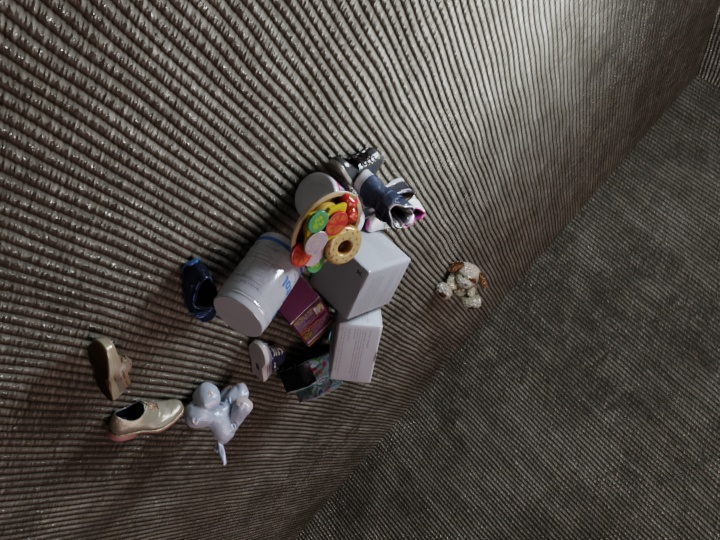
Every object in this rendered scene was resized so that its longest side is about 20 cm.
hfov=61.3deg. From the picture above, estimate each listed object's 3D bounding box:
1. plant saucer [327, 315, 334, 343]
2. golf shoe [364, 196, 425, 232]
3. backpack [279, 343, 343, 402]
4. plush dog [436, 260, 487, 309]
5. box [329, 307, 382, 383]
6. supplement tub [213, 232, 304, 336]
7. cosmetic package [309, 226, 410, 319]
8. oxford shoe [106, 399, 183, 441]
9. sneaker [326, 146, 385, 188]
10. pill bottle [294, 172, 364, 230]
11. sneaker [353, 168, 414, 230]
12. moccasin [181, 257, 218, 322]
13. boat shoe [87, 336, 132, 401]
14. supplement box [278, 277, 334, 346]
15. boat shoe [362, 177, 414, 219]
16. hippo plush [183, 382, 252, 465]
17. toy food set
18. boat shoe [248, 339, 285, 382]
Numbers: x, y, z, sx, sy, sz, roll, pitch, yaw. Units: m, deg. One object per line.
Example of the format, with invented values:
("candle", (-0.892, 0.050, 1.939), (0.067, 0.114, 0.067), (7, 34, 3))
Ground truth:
("plant saucer", (-0.042, 0.161, 1.997), (0.198, 0.036, 0.202), (-37, 152, -23))
("golf shoe", (0.101, -0.154, 1.714), (0.198, 0.092, 0.076), (-32, 153, -28))
("backpack", (-0.135, 0.319, 1.929), (0.198, 0.153, 0.176), (-30, -178, -43))
("plush dog", (0.423, 0.037, 2.453), (0.173, 0.196, 0.163), (117, -5, -50))
("box", (-0.018, 0.189, 1.808), (0.127, 0.202, 0.204), (8, 118, -7))
("supplement tub", (-0.219, 0.028, 1.339), (0.133, 0.129, 0.202), (95, 21, -53))
("cosmetic package", (0.000, 0.000, 1.681), (0.198, 0.166, 0.170), (-15, 140, -50))
("oxford shoe", (-0.511, 0.349, 1.471), (0.198, 0.071, 0.075), (-15, 138, -50))
("sneaker", (-0.010, -0.255, 1.424), (0.107, 0.074, 0.200), (-54, 164, 4))
("pill bottle", (-0.064, -0.146, 1.433), (0.112, 0.111, 0.199), (-50, 155, 6))
("sneaker", (0.064, -0.154, 1.454), (0.077, 0.146, 0.202), (-50, 167, 4))
("moccasin", (-0.347, 0.061, 1.323), (0.080, 0.068, 0.202), (-36, 153, -21))
("boat shoe", (-0.511, 0.194, 1.255), (0.065, 0.072, 0.203), (-38, 157, -37))
("supplement box", (-0.155, 0.118, 1.695), (0.110, 0.086, 0.201), (-42, 155, -9))
("boat shoe", (0.064, -0.184, 1.643), (0.198, 0.060, 0.075), (-30, 151, -34))
("hippo plush", (-0.408, 0.380, 1.646), (0.159, 0.158, 0.204), (31, 86, -34))
("toy food set", (-0.072, -0.082, 1.324), (0.195, 0.049, 0.203), (-22, 142, -34))
("boat shoe", (-0.261, 0.232, 1.720), (0.092, 0.074, 0.202), (-40, 162, -29))
